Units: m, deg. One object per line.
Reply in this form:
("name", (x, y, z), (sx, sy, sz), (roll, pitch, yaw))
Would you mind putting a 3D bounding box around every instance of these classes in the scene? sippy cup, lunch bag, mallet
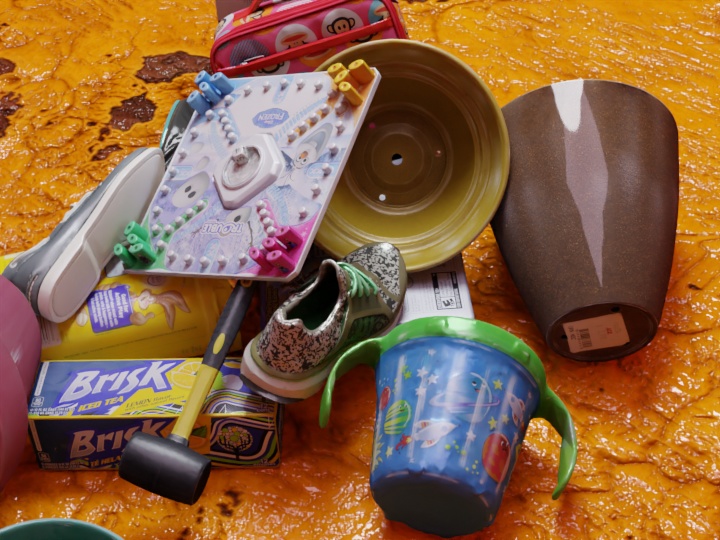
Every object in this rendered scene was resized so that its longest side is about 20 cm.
("sippy cup", (0.066, 0.125, 1.037), (0.177, 0.140, 0.131), (-5, 47, 27))
("lunch bag", (-0.046, -0.214, 1.374), (0.200, 0.176, 0.082), (-16, 28, 8))
("mallet", (-0.129, 0.079, 1.055), (0.066, 0.041, 0.200), (13, 66, 4))

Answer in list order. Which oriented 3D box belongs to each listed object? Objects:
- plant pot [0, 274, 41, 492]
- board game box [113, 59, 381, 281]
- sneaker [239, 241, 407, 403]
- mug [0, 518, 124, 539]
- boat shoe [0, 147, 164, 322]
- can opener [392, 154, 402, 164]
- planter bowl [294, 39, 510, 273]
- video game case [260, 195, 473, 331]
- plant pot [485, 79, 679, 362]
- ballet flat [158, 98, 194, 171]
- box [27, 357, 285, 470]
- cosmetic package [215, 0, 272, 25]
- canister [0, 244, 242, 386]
("plant pot", (-0.330, 0.082, 1.023), (0.199, 0.201, 0.179), (3, 20, 7))
("board game box", (-0.098, -0.086, 1.129), (0.200, 0.026, 0.200), (3, 61, 39))
("sneaker", (-0.015, 0.023, 1.083), (0.077, 0.089, 0.200), (31, 43, 13))
("mug", (-0.191, 0.264, 0.894), (0.185, 0.115, 0.152), (23, 46, 27))
("boat shoe", (-0.233, -0.041, 1.160), (0.062, 0.073, 0.200), (15, 50, 19))
("can opener", (-0.020, -0.104, 1.352), (0.199, 0.064, 0.079), (-7, 18, -2))
("planter bowl", (0.031, -0.099, 1.204), (0.200, 0.201, 0.083), (1, 3, 5))
("video game case", (0.000, 0.000, 1.233), (0.181, 0.046, 0.200), (-3, 40, -2))
("plant pot", (0.197, -0.028, 1.185), (0.186, 0.187, 0.200), (-2, 55, 1))
("ballet flat", (-0.181, -0.088, 1.353), (0.068, 0.068, 0.200), (14, 53, 5))
("box", (-0.164, 0.116, 1.106), (0.199, 0.064, 0.070), (-2, 40, 3))
("cosmetic package", (-0.094, -0.264, 1.441), (0.101, 0.200, 0.074), (6, 41, 12))
("canister", (-0.216, 0.027, 1.197), (0.199, 0.087, 0.149), (-13, 41, -9))
